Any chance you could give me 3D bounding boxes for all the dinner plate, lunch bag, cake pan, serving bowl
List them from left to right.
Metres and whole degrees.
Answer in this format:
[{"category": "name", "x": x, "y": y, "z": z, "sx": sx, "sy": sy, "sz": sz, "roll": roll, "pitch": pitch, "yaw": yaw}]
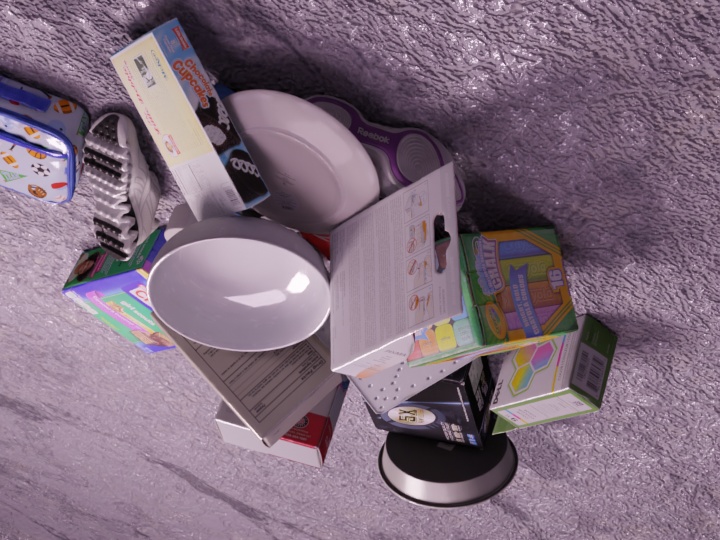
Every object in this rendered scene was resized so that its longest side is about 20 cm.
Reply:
[{"category": "lunch bag", "x": -0.423, "y": -0.167, "z": 1.516, "sx": 0.199, "sy": 0.076, "sz": 0.160, "roll": 19, "pitch": 149, "yaw": -1}, {"category": "serving bowl", "x": -0.128, "y": 0.004, "z": 1.374, "sx": 0.199, "sy": 0.066, "sz": 0.201, "roll": 1, "pitch": 142, "yaw": 1}, {"category": "dinner plate", "x": -0.076, "y": -0.104, "z": 1.328, "sx": 0.199, "sy": 0.024, "sz": 0.201, "roll": 18, "pitch": 144, "yaw": 14}, {"category": "cake pan", "x": 0.122, "y": 0.254, "z": 1.792, "sx": 0.199, "sy": 0.200, "sz": 0.037, "roll": 8, "pitch": 124, "yaw": 19}]

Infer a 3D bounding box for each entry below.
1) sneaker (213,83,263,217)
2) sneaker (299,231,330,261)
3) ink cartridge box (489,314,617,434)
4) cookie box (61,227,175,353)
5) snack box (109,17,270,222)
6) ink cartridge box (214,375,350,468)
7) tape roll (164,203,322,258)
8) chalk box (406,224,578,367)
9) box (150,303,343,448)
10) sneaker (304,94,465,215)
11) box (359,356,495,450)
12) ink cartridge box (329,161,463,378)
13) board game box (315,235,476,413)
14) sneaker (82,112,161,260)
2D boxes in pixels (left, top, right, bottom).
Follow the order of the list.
[{"category": "sneaker", "x": -0.121, "y": -0.122, "z": 1.408, "sx": 0.082, "sy": 0.071, "sz": 0.200, "roll": 16, "pitch": 148, "yaw": 20}, {"category": "sneaker", "x": 0.000, "y": 0.000, "z": 1.525, "sx": 0.077, "sy": 0.085, "sz": 0.200, "roll": -15, "pitch": 136, "yaw": 45}, {"category": "ink cartridge box", "x": 0.223, "y": 0.134, "z": 1.597, "sx": 0.059, "sy": 0.104, "sz": 0.200, "roll": 33, "pitch": 149, "yaw": -22}, {"category": "cookie box", "x": -0.284, "y": 0.032, "z": 1.763, "sx": 0.199, "sy": 0.075, "sz": 0.171, "roll": -14, "pitch": 136, "yaw": 44}, {"category": "snack box", "x": -0.177, "y": -0.151, "z": 1.317, "sx": 0.116, "sy": 0.037, "sz": 0.201, "roll": -8, "pitch": 112, "yaw": 57}, {"category": "ink cartridge box", "x": -0.090, "y": 0.143, "z": 1.707, "sx": 0.145, "sy": 0.201, "sz": 0.083, "roll": 14, "pitch": 153, "yaw": 11}, {"category": "tape roll", "x": -0.143, "y": -0.025, "z": 1.572, "sx": 0.202, "sy": 0.037, "sz": 0.203, "roll": 18, "pitch": 165, "yaw": 5}, {"category": "chalk box", "x": 0.116, "y": 0.030, "z": 1.371, "sx": 0.199, "sy": 0.124, "sz": 0.124, "roll": -7, "pitch": 172, "yaw": -40}, {"category": "box", "x": -0.130, "y": 0.090, "z": 1.497, "sx": 0.200, "sy": 0.128, "sz": 0.109, "roll": 47, "pitch": 170, "yaw": 10}, {"category": "sneaker", "x": 0.019, "y": -0.115, "z": 1.347, "sx": 0.199, "sy": 0.075, "sz": 0.100, "roll": 29, "pitch": 158, "yaw": 1}, {"category": "box", "x": 0.087, "y": 0.149, "z": 1.725, "sx": 0.163, "sy": 0.086, "sz": 0.200, "roll": 9, "pitch": 150, "yaw": 19}, {"category": "ink cartridge box", "x": 0.044, "y": 0.002, "z": 1.270, "sx": 0.050, "sy": 0.163, "sz": 0.200, "roll": 17, "pitch": 150, "yaw": -37}, {"category": "board game box", "x": 0.064, "y": 0.068, "z": 1.540, "sx": 0.199, "sy": 0.026, "sz": 0.200, "roll": -31, "pitch": 136, "yaw": 4}, {"category": "sneaker", "x": -0.281, "y": -0.110, "z": 1.534, "sx": 0.075, "sy": 0.081, "sz": 0.201, "roll": 31, "pitch": 137, "yaw": 26}]
